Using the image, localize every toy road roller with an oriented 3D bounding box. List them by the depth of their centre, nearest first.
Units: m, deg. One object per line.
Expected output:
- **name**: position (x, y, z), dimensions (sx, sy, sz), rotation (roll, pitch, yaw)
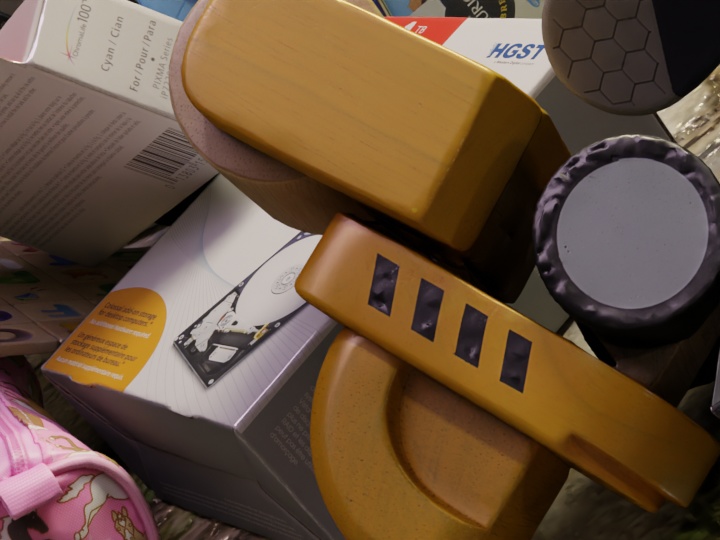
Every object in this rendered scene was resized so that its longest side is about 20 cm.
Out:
- **toy road roller**: position (0.018, 0.012, 0.700), dimensions (0.146, 0.200, 0.123), rotation (-59, -17, -3)

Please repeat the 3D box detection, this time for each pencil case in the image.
- **pencil case**: position (-0.138, 0.083, 0.887), dimensions (0.083, 0.086, 0.200), rotation (-57, 26, 0)

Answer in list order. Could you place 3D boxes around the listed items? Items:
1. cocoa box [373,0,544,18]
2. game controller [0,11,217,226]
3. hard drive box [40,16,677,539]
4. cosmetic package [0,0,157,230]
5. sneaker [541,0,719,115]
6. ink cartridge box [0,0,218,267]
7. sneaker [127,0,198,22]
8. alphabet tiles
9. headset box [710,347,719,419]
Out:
- **cocoa box**: position (-0.015, -0.155, 1.059), dimensions (0.131, 0.133, 0.200), rotation (-41, 26, -1)
- **game controller**: position (-0.140, -0.069, 1.013), dimensions (0.104, 0.200, 0.042), rotation (-42, 33, 49)
- **hard drive box**: position (0.000, 0.000, 0.858), dimensions (0.200, 0.077, 0.156), rotation (-49, 28, -20)
- **cosmetic package**: position (-0.146, -0.121, 1.100), dimensions (0.073, 0.200, 0.104), rotation (-24, 30, 30)
- **sneaker**: position (0.147, -0.143, 0.688), dimensions (0.202, 0.077, 0.146), rotation (-41, 1, 34)
- **ink cartridge box**: position (-0.152, -0.066, 0.918), dimensions (0.200, 0.176, 0.045), rotation (-29, 46, 62)
- **sneaker**: position (-0.114, -0.142, 0.947), dimensions (0.071, 0.083, 0.200), rotation (-64, 22, 6)
- **alphabet tiles**: position (-0.144, 0.009, 0.989), dimensions (0.166, 0.006, 0.200), rotation (-3, 13, -25)
- **headset box**: position (0.189, -0.035, 0.601), dimensions (0.200, 0.093, 0.174), rotation (-40, 21, 37)
